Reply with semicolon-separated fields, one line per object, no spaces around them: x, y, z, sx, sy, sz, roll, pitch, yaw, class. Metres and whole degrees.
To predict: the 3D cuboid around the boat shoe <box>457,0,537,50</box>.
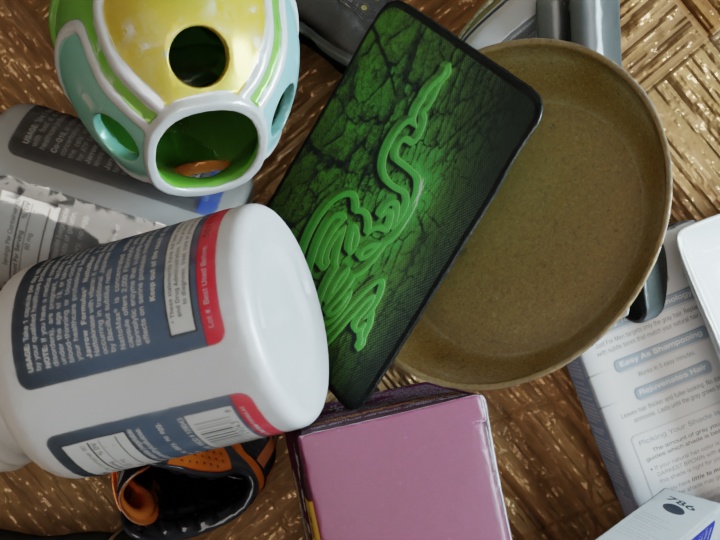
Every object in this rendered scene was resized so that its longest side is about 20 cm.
0.122;-0.182;0.852;0.200;0.072;0.062;-40;66;-21;boat shoe

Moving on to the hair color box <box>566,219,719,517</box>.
0.193;0.079;0.858;0.098;0.061;0.201;-21;90;-2;hair color box

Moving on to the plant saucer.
0.081;-0.028;0.750;0.199;0.035;0.201;-13;66;30;plant saucer

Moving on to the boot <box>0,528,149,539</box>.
-0.176;0.247;0.852;0.137;0.077;0.201;2;104;22;boot

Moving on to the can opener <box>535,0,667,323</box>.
0.137;-0.066;0.798;0.066;0.052;0.201;-18;105;-39;can opener

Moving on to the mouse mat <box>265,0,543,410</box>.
0.008;-0.042;0.772;0.008;0.161;0.201;19;107;-42;mouse mat

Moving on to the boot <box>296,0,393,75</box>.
0.005;-0.211;0.855;0.199;0.069;0.175;22;89;1;boot

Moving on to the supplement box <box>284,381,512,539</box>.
0.019;0.139;0.781;0.103;0.200;0.132;-11;88;-7;supplement box

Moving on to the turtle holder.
-0.089;-0.127;0.734;0.140;0.186;0.132;5;53;-32;turtle holder

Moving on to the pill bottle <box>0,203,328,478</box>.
-0.128;0.045;0.727;0.199;0.120;0.120;-14;89;15;pill bottle

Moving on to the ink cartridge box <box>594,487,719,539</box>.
0.150;0.185;0.755;0.039;0.200;0.100;23;108;30;ink cartridge box

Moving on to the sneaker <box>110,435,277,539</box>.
-0.149;0.097;0.816;0.199;0.112;0.078;12;113;0;sneaker

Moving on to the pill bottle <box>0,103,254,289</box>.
-0.174;-0.034;0.825;0.199;0.114;0.114;18;88;-1;pill bottle

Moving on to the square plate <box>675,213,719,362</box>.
0.293;0.042;0.846;0.199;0.028;0.199;-20;89;-29;square plate
